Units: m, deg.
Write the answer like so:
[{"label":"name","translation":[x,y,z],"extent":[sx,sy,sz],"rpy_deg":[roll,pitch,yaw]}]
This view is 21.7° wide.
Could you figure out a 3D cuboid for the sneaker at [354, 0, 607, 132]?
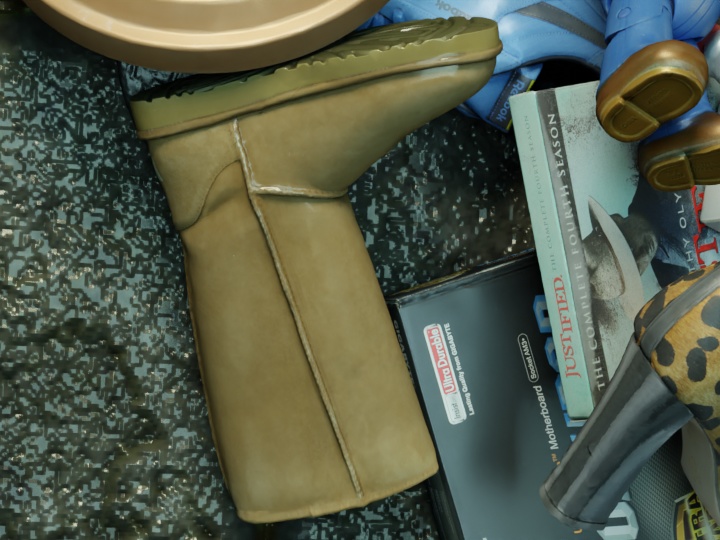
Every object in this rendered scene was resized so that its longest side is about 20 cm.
[{"label":"sneaker","translation":[0.039,-0.111,0.865],"extent":[0.198,0.066,0.079],"rpy_deg":[10,57,-14]}]

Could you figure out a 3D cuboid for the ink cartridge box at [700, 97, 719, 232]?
[{"label":"ink cartridge box","translation":[0.220,-0.101,0.896],"extent":[0.099,0.039,0.202],"rpy_deg":[22,71,-35]}]

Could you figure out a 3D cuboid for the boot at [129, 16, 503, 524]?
[{"label":"boot","translation":[0.000,0.000,0.828],"extent":[0.174,0.066,0.202],"rpy_deg":[-11,106,18]}]

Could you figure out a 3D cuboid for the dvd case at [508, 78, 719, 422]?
[{"label":"dvd case","translation":[0.156,-0.023,0.873],"extent":[0.199,0.022,0.148],"rpy_deg":[-12,93,-38]}]

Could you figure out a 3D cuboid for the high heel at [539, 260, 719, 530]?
[{"label":"high heel","translation":[0.185,0.053,0.817],"extent":[0.199,0.072,0.143],"rpy_deg":[2,131,-37]}]

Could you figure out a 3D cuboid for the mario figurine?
[{"label":"mario figurine","translation":[0.141,-0.142,0.813],"extent":[0.105,0.124,0.202],"rpy_deg":[0,55,-2]}]

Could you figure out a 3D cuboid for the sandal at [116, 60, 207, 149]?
[{"label":"sandal","translation":[-0.061,-0.055,0.870],"extent":[0.074,0.045,0.202],"rpy_deg":[-20,109,-6]}]

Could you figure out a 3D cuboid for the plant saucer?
[{"label":"plant saucer","translation":[-0.065,-0.174,0.816],"extent":[0.198,0.032,0.202],"rpy_deg":[0,58,0]}]

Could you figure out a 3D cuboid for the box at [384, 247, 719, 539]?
[{"label":"box","translation":[0.109,0.085,0.903],"extent":[0.158,0.046,0.202],"rpy_deg":[-17,94,-13]}]
